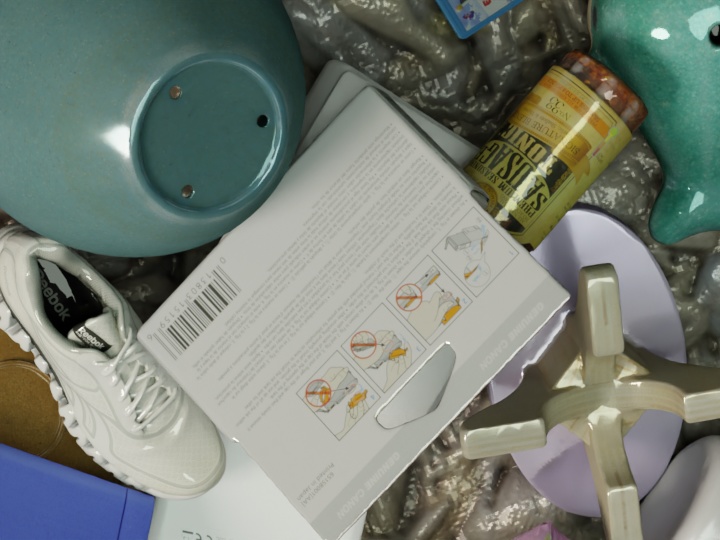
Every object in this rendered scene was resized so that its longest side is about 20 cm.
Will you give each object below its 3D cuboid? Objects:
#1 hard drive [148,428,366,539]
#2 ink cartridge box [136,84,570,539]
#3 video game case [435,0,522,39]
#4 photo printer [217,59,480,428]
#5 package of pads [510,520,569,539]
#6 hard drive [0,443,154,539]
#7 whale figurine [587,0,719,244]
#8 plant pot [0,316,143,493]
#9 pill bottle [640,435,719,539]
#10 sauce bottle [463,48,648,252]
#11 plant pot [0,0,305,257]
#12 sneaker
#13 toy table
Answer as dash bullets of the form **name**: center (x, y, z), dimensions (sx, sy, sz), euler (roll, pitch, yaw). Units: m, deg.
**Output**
- **hard drive**: center (-0.059, 0.132, 1.602), dimensions (0.131, 0.026, 0.201), euler (12, 92, -9)
- **ink cartridge box**: center (-0.001, 0.026, 1.458), dimensions (0.200, 0.044, 0.174), euler (-46, 72, 7)
- **video game case**: center (0.110, -0.242, 1.519), dimensions (0.199, 0.018, 0.143), euler (-33, 129, 3)
- **photo printer**: center (0.000, 0.000, 1.553), dimensions (0.166, 0.069, 0.201), euler (32, 88, -10)
- **package of pads**: center (0.081, 0.241, 1.592), dimensions (0.121, 0.076, 0.200), euler (45, 130, -14)
- **hard drive**: center (-0.224, 0.161, 1.494), dimensions (0.199, 0.025, 0.133), euler (21, 58, -19)
- **whale figurine**: center (0.206, -0.111, 1.544), dimensions (0.158, 0.104, 0.201), euler (-5, 103, -5)
- **plant pot**: center (-0.210, 0.086, 1.554), dimensions (0.199, 0.027, 0.201), euler (2, 86, -22)
- **pill bottle**: center (0.273, 0.197, 1.627), dimensions (0.199, 0.109, 0.110), euler (32, 99, -12)
- **sauce bottle**: center (0.082, -0.035, 1.497), dimensions (0.066, 0.066, 0.200), euler (40, 86, -14)
- **plant pot**: center (-0.108, -0.090, 1.412), dimensions (0.199, 0.135, 0.201), euler (-10, 113, -26)
- **sneaker**: center (-0.148, 0.057, 1.524), dimensions (0.075, 0.081, 0.200), euler (-45, 104, -20)
- **toy table**: center (0.144, 0.071, 1.579), dimensions (0.183, 0.117, 0.201), euler (-20, 106, 0)
